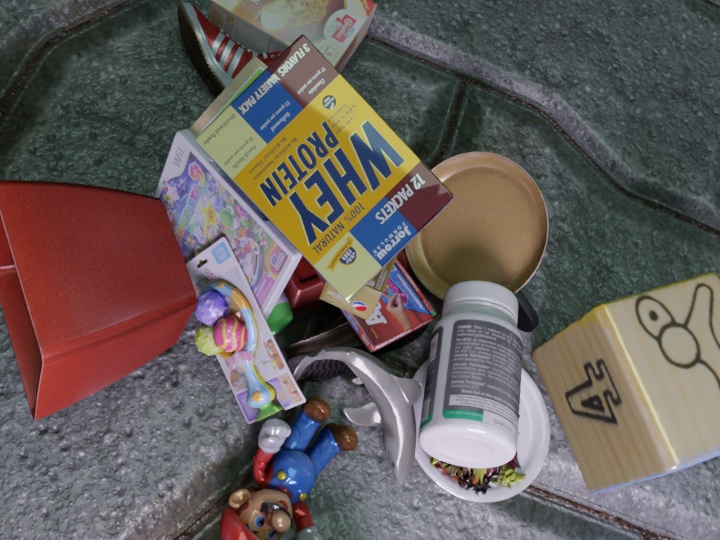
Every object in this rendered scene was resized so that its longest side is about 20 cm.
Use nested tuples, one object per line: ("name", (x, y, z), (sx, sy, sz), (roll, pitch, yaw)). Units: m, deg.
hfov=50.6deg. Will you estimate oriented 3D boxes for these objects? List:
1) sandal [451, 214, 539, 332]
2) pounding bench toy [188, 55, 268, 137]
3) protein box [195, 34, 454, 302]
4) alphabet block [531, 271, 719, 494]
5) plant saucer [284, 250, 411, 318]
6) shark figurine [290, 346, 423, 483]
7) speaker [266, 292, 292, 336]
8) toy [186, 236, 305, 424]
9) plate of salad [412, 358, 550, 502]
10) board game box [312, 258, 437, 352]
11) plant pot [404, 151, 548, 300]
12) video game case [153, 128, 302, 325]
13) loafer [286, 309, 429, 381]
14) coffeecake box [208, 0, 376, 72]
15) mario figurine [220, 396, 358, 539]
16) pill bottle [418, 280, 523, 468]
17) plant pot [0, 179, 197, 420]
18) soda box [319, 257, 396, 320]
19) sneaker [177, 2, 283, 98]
("sandal", (0.167, 0.005, 1.034), (0.045, 0.075, 0.201), (-32, 80, -15))
("pounding bench toy", (-0.089, -0.130, 0.933), (0.200, 0.156, 0.124), (42, 90, -2))
("protein box", (-0.033, -0.090, 0.756), (0.135, 0.200, 0.199), (-44, 92, 0))
("alphabet block", (0.366, 0.144, 0.955), (0.194, 0.197, 0.202), (-12, 70, -20))
("plant saucer", (-0.050, -0.061, 1.025), (0.198, 0.037, 0.201), (-21, 73, -22))
("shark figurine", (0.024, 0.131, 0.881), (0.215, 0.089, 0.129), (48, 52, -23))
("speaker", (-0.166, -0.005, 0.943), (0.088, 0.089, 0.201), (-29, 77, -24))
("toy", (-0.150, 0.078, 0.853), (0.047, 0.115, 0.201), (-30, 91, -48))
("plate of salad", (0.153, 0.187, 0.962), (0.198, 0.048, 0.202), (6, 66, -13))
("board game box", (0.000, 0.000, 0.960), (0.102, 0.020, 0.201), (-24, 67, -28))
("plant pot", (0.150, -0.053, 0.996), (0.027, 0.199, 0.201), (5, 55, -62))
("video game case", (-0.159, -0.039, 0.854), (0.200, 0.144, 0.018), (46, 42, 15))
("loafer", (-0.011, 0.079, 0.962), (0.198, 0.073, 0.071), (-17, 62, -26))
("coffeecake box", (-0.100, -0.374, 1.128), (0.199, 0.073, 0.154), (30, 62, -1))
("mario figurine", (-0.073, 0.242, 0.844), (0.123, 0.106, 0.201), (28, 58, 13))
("pill bottle", (0.135, 0.120, 0.907), (0.112, 0.113, 0.201), (17, 57, -7))
("plant pot", (-0.294, 0.022, 0.846), (0.175, 0.200, 0.201), (-13, 70, -30))
("soda box", (0.018, -0.043, 0.943), (0.067, 0.064, 0.201), (23, 53, 0))
("sneaker", (-0.172, -0.305, 1.080), (0.112, 0.071, 0.201), (-29, 84, -20))
